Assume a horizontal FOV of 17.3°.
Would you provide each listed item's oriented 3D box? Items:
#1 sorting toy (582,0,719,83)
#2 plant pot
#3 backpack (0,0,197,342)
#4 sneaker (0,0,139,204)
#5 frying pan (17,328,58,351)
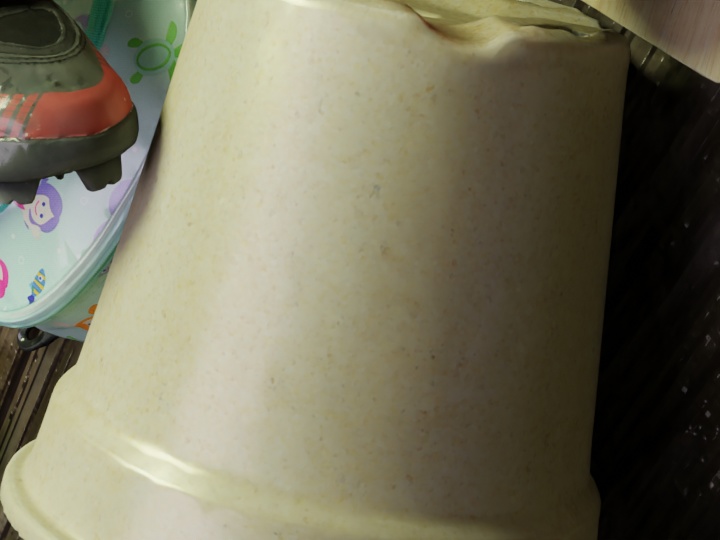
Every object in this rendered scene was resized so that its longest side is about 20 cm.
[{"bbox_3d":[0.054,-0.182,0.698,0.199,0.070,0.200,39,129,42],"label":"sorting toy"},{"bbox_3d":[0.000,0.000,0.742,0.200,0.200,0.184,26,109,48],"label":"plant pot"},{"bbox_3d":[-0.110,-0.071,0.865,0.200,0.150,0.178,44,108,37],"label":"backpack"},{"bbox_3d":[-0.143,-0.096,0.742,0.200,0.071,0.098,35,128,33],"label":"sneaker"},{"bbox_3d":[-0.081,0.007,0.968,0.115,0.031,0.190,57,138,29],"label":"frying pan"}]
